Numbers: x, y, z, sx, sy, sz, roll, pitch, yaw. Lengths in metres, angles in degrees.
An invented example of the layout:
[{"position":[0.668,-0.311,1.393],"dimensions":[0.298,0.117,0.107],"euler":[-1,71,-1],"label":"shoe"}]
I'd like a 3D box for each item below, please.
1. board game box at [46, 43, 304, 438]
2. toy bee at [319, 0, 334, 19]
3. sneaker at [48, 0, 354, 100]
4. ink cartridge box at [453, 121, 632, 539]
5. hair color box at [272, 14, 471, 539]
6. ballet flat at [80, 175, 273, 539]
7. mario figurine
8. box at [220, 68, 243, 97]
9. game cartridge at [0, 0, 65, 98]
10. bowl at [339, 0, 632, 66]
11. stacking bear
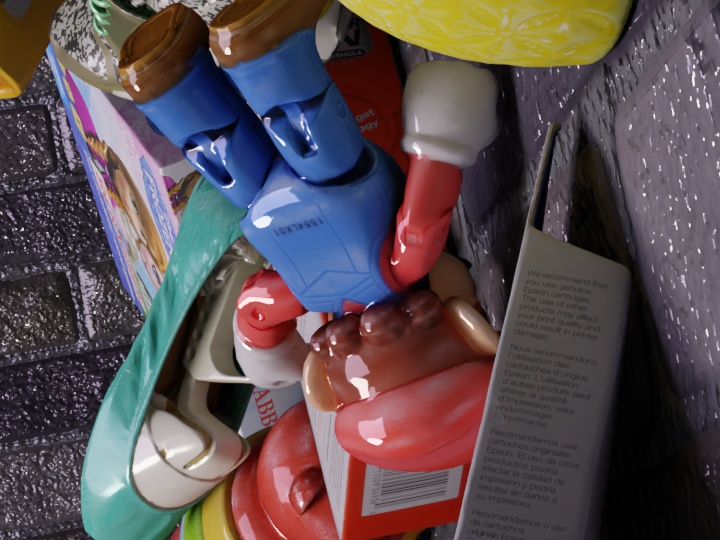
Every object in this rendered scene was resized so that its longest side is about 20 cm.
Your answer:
[{"position":[-0.096,-0.026,1.394],"dimensions":[0.200,0.041,0.200],"euler":[50,160,51],"label":"board game box"},{"position":[-0.027,-0.152,0.974],"dimensions":[0.200,0.109,0.131],"euler":[-152,54,-80],"label":"toy bee"},{"position":[-0.085,-0.122,1.117],"dimensions":[0.200,0.089,0.077],"euler":[-7,67,53],"label":"sneaker"},{"position":[0.054,0.091,0.847],"dimensions":[0.196,0.043,0.200],"euler":[91,-167,-53],"label":"ink cartridge box"},{"position":[0.000,0.000,1.131],"dimensions":[0.102,0.061,0.200],"euler":[95,162,-59],"label":"hair color box"},{"position":[-0.073,0.050,1.236],"dimensions":[0.070,0.067,0.200],"euler":[33,107,51],"label":"ballet flat"},{"position":[-0.002,-0.018,0.971],"dimensions":[0.123,0.106,0.200],"euler":[13,137,60],"label":"mario figurine"},{"position":[-0.062,-0.070,1.376],"dimensions":[0.200,0.050,0.199],"euler":[63,168,15],"label":"box"},{"position":[-0.179,-0.212,1.283],"dimensions":[0.176,0.032,0.200],"euler":[46,-123,-34],"label":"game cartridge"},{"position":[0.002,-0.149,0.777],"dimensions":[0.200,0.108,0.200],"euler":[170,90,-82],"label":"bowl"},{"position":[-0.024,0.121,1.285],"dimensions":[0.114,0.121,0.200],"euler":[44,151,8],"label":"stacking bear"}]
